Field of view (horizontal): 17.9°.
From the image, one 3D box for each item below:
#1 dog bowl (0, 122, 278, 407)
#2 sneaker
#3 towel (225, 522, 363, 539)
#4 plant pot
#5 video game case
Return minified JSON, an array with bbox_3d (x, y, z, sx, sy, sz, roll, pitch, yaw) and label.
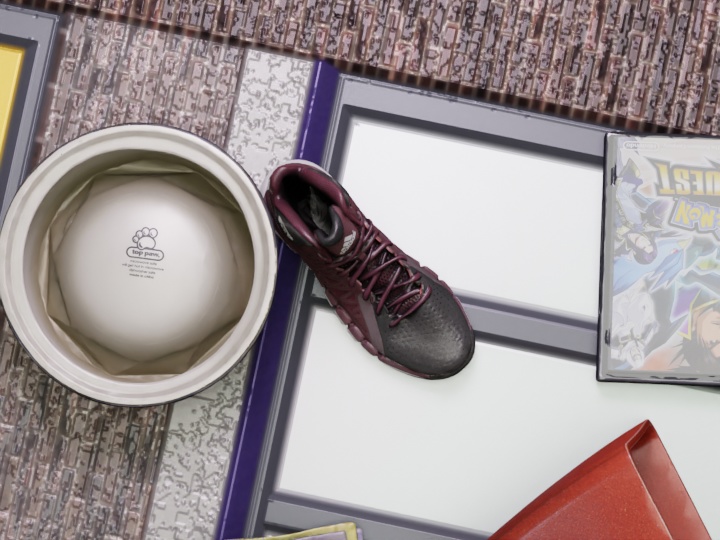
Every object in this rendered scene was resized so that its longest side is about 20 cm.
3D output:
[{"bbox_3d":[-0.155,-0.002,1.633,0.199,0.074,0.201,0,86,2],"label":"dog bowl"},{"bbox_3d":[0.000,0.000,1.607,0.200,0.116,0.076,43,88,4],"label":"sneaker"},{"bbox_3d":[-0.060,0.285,1.636,0.143,0.023,0.201,-4,86,0],"label":"towel"},{"bbox_3d":[0.158,0.236,1.559,0.176,0.200,0.200,-27,86,11],"label":"plant pot"},{"bbox_3d":[0.273,-0.006,1.647,0.199,0.026,0.181,2,86,1],"label":"video game case"}]
